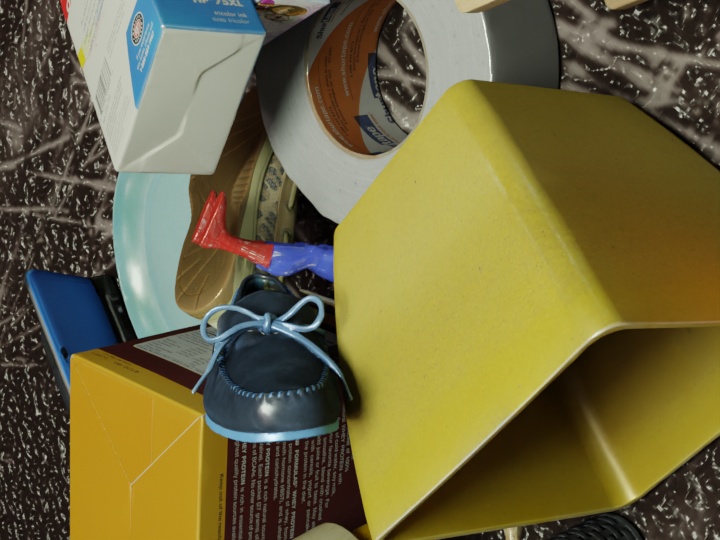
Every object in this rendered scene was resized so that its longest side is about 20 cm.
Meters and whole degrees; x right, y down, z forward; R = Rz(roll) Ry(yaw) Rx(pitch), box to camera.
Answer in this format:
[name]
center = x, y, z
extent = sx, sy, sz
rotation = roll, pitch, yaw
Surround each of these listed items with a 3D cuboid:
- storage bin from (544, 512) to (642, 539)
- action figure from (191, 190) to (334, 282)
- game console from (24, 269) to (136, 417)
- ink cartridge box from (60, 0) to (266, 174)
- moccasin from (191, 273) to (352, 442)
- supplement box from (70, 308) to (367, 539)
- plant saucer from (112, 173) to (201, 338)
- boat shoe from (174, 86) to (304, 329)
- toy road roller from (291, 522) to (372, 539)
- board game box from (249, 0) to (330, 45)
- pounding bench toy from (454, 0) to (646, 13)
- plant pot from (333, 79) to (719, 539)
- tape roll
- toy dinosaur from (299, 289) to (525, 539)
[storage bin]
center = 0.102, 0.252, 0.852
extent = 0.200, 0.094, 0.135
rotation = -43, 69, 42
[action figure]
center = 0.000, 0.000, 0.850
extent = 0.052, 0.199, 0.065
rotation = -68, 15, -6
[game console]
center = -0.227, 0.112, 1.130
extent = 0.171, 0.118, 0.201
rotation = -34, 74, 43
[ink cartridge box]
center = -0.132, -0.169, 0.863
extent = 0.116, 0.067, 0.200
rotation = -62, 40, 42
[moccasin]
center = -0.057, 0.043, 0.763
extent = 0.200, 0.080, 0.068
rotation = -147, 57, -73
[supplement box]
center = -0.071, 0.145, 0.923
extent = 0.133, 0.200, 0.198
rotation = 18, 111, 42
[plant saucer]
center = -0.130, -0.005, 1.053
extent = 0.200, 0.027, 0.201
rotation = 24, 120, 50
[boat shoe]
center = -0.074, -0.041, 0.936
extent = 0.073, 0.063, 0.200
rotation = -20, 45, 37
[toy road roller]
center = -0.004, 0.264, 0.814
extent = 0.200, 0.123, 0.146
rotation = 47, 139, 27
[board game box]
center = -0.080, -0.240, 0.892
extent = 0.200, 0.041, 0.200
rotation = -13, 76, 61
[pounding bench toy]
center = 0.152, -0.211, 0.651
extent = 0.200, 0.156, 0.125
rotation = -16, 87, 46
[plant pot]
center = 0.098, 0.012, 0.743
extent = 0.200, 0.199, 0.177
rotation = -51, 53, 39
[tape roll]
center = 0.024, -0.124, 0.864
extent = 0.200, 0.066, 0.201
rotation = 11, 106, 43
[toy dinosaur]
center = 0.051, 0.079, 0.848
extent = 0.058, 0.101, 0.200
rotation = -39, 69, -3
